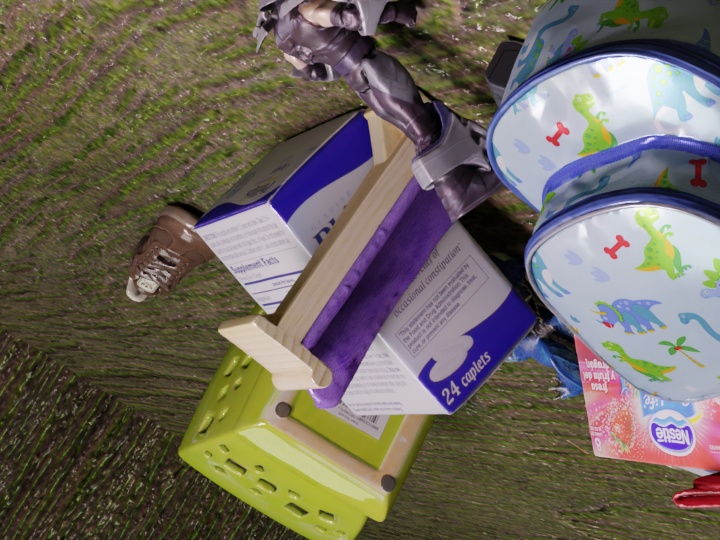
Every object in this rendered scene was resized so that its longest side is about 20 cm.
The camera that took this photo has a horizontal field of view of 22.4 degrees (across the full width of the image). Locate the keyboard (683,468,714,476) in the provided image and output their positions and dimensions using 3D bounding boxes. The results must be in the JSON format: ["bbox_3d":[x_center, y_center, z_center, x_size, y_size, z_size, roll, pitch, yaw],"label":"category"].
[{"bbox_3d":[0.276,0.150,1.370,0.199,0.011,0.056,23,160,-30],"label":"keyboard"}]

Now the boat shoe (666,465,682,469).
[{"bbox_3d":[0.236,0.092,1.346,0.074,0.069,0.200,21,163,27],"label":"boat shoe"}]

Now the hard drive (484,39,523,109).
[{"bbox_3d":[0.159,-0.054,1.075,0.138,0.033,0.200,21,163,26],"label":"hard drive"}]

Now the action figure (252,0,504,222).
[{"bbox_3d":[0.008,-0.119,1.082,0.200,0.069,0.130,46,170,-6],"label":"action figure"}]

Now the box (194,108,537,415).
[{"bbox_3d":[0.000,0.000,1.320,0.200,0.105,0.184,49,161,-11],"label":"box"}]

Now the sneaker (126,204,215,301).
[{"bbox_3d":[-0.187,-0.008,1.790,0.070,0.076,0.200,31,166,-8],"label":"sneaker"}]

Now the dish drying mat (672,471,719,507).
[{"bbox_3d":[0.277,0.124,1.135,0.076,0.018,0.199,-7,179,41],"label":"dish drying mat"}]

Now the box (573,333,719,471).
[{"bbox_3d":[0.233,0.067,1.146,0.102,0.096,0.199,-13,-176,-27],"label":"box"}]

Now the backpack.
[{"bbox_3d":[0.160,-0.043,0.863,0.200,0.148,0.182,43,145,-18],"label":"backpack"}]

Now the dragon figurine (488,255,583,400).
[{"bbox_3d":[0.163,0.061,1.398,0.199,0.059,0.099,33,165,-9],"label":"dragon figurine"}]

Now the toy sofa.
[{"bbox_3d":[0.006,-0.011,1.180,0.097,0.201,0.083,39,163,-14],"label":"toy sofa"}]

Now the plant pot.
[{"bbox_3d":[-0.033,0.135,1.760,0.199,0.200,0.181,32,159,-12],"label":"plant pot"}]
